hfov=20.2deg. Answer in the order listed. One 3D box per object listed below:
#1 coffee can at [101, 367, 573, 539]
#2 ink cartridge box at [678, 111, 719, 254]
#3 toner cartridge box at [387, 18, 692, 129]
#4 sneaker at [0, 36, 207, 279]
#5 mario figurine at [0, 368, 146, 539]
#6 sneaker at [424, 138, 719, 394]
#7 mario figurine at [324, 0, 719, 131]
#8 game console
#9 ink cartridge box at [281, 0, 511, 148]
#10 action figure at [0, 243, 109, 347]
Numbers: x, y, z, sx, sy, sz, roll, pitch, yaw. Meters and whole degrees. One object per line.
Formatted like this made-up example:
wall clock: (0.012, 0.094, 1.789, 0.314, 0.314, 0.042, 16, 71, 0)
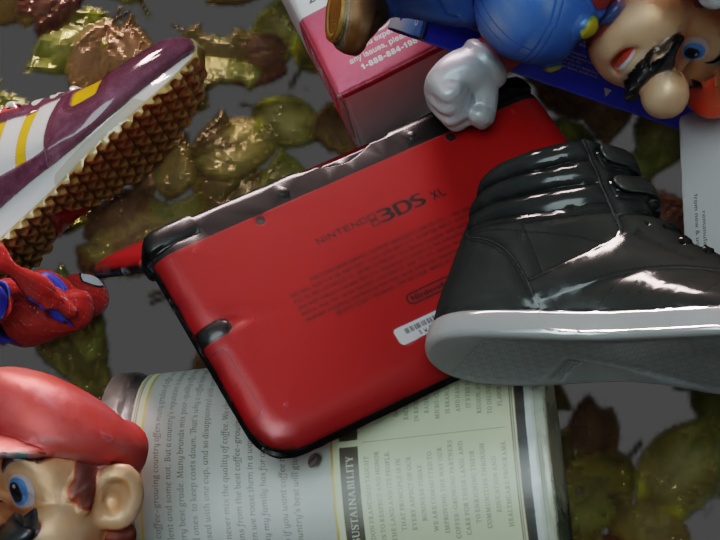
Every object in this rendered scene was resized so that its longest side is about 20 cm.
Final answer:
coffee can: (-0.007, 0.109, 0.919, 0.199, 0.146, 0.147, -7, 73, 8)
ink cartridge box: (0.256, -0.022, 0.873, 0.199, 0.128, 0.126, -19, 65, 44)
toner cartridge box: (0.121, -0.126, 0.951, 0.199, 0.043, 0.095, 17, 96, -23)
sneaker: (-0.171, -0.065, 1.037, 0.200, 0.075, 0.090, -42, 74, -6)
mario figurine: (-0.131, 0.139, 0.801, 0.123, 0.106, 0.201, -13, 89, 4)
sneaker: (0.129, -0.006, 0.825, 0.199, 0.071, 0.100, 2, 63, 13)
mario figurine: (0.091, -0.100, 0.855, 0.199, 0.123, 0.107, 6, 100, -17)
game console: (0.000, 0.000, 0.932, 0.199, 0.119, 0.173, -25, 66, -19)
ink cartridge box: (0.015, -0.189, 1.034, 0.144, 0.084, 0.201, -26, 72, 0)
action figure: (-0.188, 0.015, 0.961, 0.065, 0.200, 0.052, -21, 77, 31)
